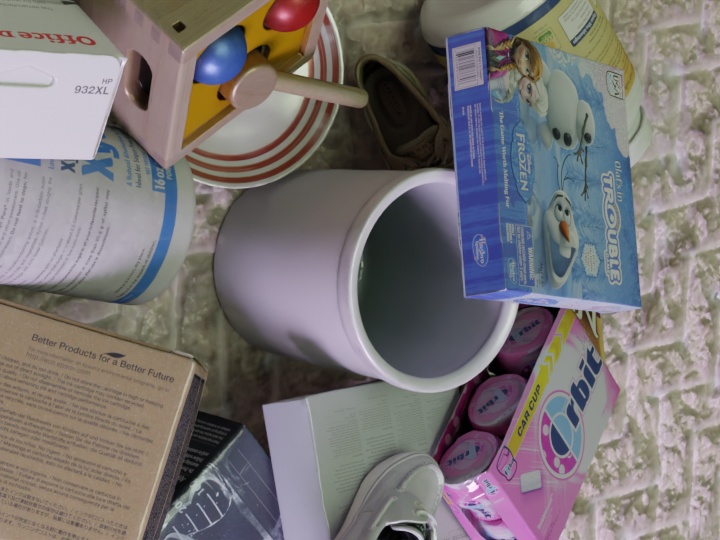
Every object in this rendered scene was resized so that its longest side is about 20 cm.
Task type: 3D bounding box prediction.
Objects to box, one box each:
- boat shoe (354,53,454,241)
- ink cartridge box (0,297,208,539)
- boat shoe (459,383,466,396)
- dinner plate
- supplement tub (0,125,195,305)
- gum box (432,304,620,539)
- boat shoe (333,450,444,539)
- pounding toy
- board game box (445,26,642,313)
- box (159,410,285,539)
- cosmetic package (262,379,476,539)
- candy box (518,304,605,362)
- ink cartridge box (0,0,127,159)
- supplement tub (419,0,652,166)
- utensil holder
[{"bbox_3d":[0.054,-0.092,1.533,0.072,0.065,0.200,-32,74,9],"label":"boat shoe"},{"bbox_3d":[-0.227,0.116,1.328,0.200,0.075,0.165,17,82,8],"label":"ink cartridge box"},{"bbox_3d":[0.055,0.095,1.613,0.068,0.072,0.200,46,61,-25],"label":"boat shoe"},{"bbox_3d":[-0.106,-0.164,1.477,0.200,0.024,0.200,1,88,-26],"label":"dinner plate"},{"bbox_3d":[-0.232,-0.050,1.342,0.200,0.132,0.132,11,88,-38],"label":"supplement tub"},{"bbox_3d":[0.135,0.135,1.535,0.114,0.066,0.200,56,46,-32],"label":"gum box"},{"bbox_3d":[0.021,0.200,1.378,0.200,0.068,0.072,-39,112,-48],"label":"boat shoe"},{"bbox_3d":[-0.089,-0.169,1.333,0.142,0.200,0.184,44,64,12],"label":"pounding toy"},{"bbox_3d":[0.146,-0.073,1.446,0.199,0.043,0.200,7,77,-52],"label":"board game box"},{"bbox_3d":[-0.132,0.246,1.452,0.197,0.124,0.200,-47,119,-22],"label":"box"},{"bbox_3d":[0.014,0.164,1.473,0.200,0.052,0.151,-7,85,-52],"label":"cosmetic package"},{"bbox_3d":[0.144,0.005,1.640,0.200,0.056,0.117,50,24,-28],"label":"candy box"},{"bbox_3d":[-0.271,-0.159,1.252,0.145,0.200,0.084,-1,124,-37],"label":"ink cartridge box"},{"bbox_3d":[0.156,-0.173,1.612,0.144,0.144,0.200,-46,119,-24],"label":"supplement tub"},{"bbox_3d":[0.000,0.000,1.477,0.170,0.200,0.170,-5,98,-37],"label":"utensil holder"}]
